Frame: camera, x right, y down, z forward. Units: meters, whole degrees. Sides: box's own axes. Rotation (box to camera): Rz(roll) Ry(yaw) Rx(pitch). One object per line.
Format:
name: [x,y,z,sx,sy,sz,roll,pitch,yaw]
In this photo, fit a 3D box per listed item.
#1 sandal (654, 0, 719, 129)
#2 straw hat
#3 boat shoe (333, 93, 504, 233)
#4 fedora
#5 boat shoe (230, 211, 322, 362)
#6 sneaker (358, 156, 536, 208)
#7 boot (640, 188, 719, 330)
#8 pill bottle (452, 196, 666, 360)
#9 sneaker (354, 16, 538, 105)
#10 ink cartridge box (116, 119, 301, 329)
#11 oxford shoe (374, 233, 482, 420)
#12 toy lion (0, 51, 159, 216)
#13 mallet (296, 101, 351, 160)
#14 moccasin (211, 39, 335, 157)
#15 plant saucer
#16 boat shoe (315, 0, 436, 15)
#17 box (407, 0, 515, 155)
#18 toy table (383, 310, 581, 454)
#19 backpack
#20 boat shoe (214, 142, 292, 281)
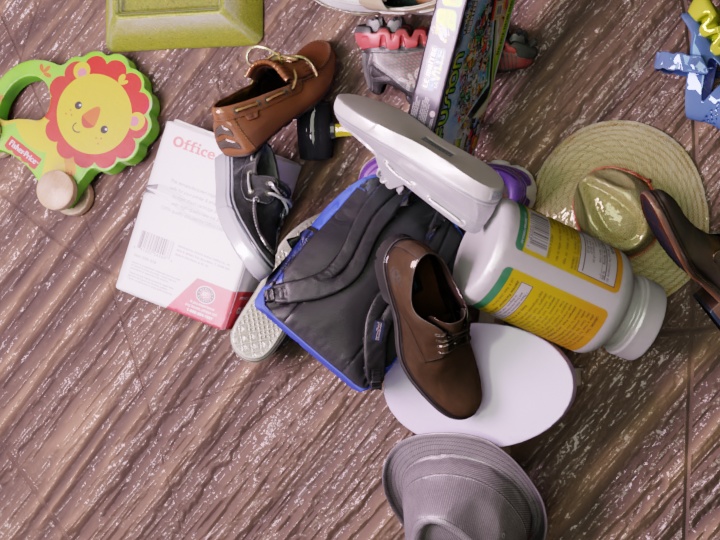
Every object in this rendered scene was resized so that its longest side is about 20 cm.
sandal: [0.369,-0.178,1.637,0.087,0.079,0.201,-33,72,18]
straw hat: [0.264,-0.061,1.659,0.199,0.085,0.203,0,90,18]
boat shoe: [0.050,-0.106,1.589,0.199,0.072,0.069,31,116,14]
fedora: [0.101,0.267,1.653,0.175,0.091,0.201,-1,133,22]
boat shoe: [-0.073,0.017,1.780,0.074,0.062,0.201,35,84,7]
sneaker: [0.088,-0.097,1.718,0.198,0.083,0.082,3,90,20]
boot: [0.360,-0.027,1.608,0.097,0.075,0.200,-36,118,4]
pill bottle: [0.201,0.014,1.601,0.198,0.113,0.114,23,97,-16]
sneaker: [0.092,-0.221,1.727,0.198,0.071,0.099,3,103,10]
ink cartridge box: [-0.169,-0.052,1.799,0.143,0.084,0.202,20,96,17]
oxford shoe: [0.077,0.065,1.571,0.072,0.084,0.201,-32,111,-19]
toy lion: [-0.339,-0.177,1.872,0.199,0.069,0.193,36,93,15]
mallet: [0.020,-0.165,1.753,0.198,0.041,0.067,-8,97,22]
moccasin: [-0.094,-0.200,1.728,0.073,0.201,0.078,7,127,41]
plant saucer: [-0.211,-0.357,1.835,0.198,0.048,0.202,0,90,18]
boat shoe: [0.031,-0.316,1.746,0.198,0.068,0.076,5,90,18]
box: [0.100,-0.204,1.634,0.035,0.110,0.202,26,115,27]
toy table: [0.135,0.120,1.683,0.198,0.117,0.186,9,93,18]
backpack: [0.000,0.000,1.672,0.162,0.168,0.201,39,84,-10]
boat shoe: [-0.107,-0.073,1.655,0.070,0.072,0.201,-28,41,10]
